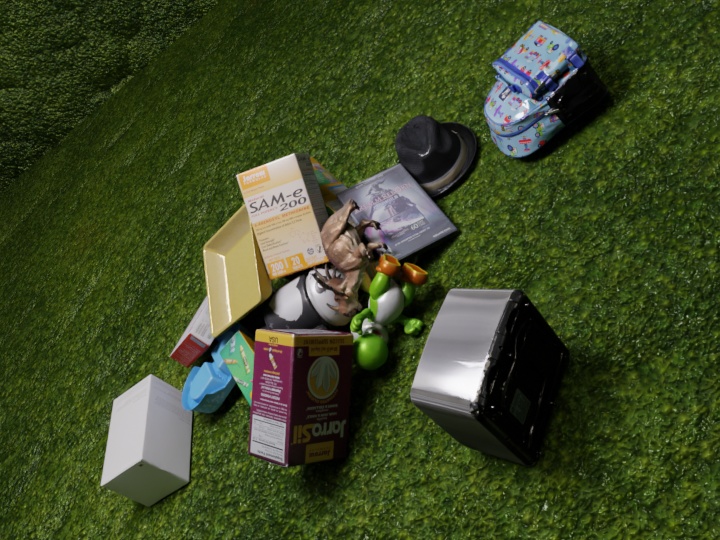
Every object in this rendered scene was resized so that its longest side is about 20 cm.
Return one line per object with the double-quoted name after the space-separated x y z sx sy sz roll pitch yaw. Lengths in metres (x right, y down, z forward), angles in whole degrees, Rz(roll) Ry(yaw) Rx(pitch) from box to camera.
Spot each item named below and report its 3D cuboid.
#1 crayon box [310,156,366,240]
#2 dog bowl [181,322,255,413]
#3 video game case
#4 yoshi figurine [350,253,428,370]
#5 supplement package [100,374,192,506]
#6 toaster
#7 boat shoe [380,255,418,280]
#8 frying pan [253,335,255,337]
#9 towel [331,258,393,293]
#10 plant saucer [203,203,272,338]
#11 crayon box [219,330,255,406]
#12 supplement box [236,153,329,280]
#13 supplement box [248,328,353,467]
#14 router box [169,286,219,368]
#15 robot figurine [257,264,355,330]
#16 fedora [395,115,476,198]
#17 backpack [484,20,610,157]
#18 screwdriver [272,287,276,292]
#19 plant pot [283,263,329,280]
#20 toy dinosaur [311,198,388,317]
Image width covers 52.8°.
-0.065 -0.134 1.398 0.200 0.126 0.052 43 117 13 "crayon box"
-0.276 0.194 1.428 0.201 0.049 0.111 -56 31 5 "dog bowl"
0.063 -0.103 1.318 0.142 0.019 0.200 -27 55 -13 "video game case"
0.038 0.084 1.196 0.112 0.112 0.201 30 105 21 "yoshi figurine"
-0.416 0.334 1.430 0.119 0.121 0.201 -34 39 20 "supplement package"
0.171 0.133 0.946 0.118 0.200 0.182 2 60 41 "toaster"
0.077 -0.059 1.336 0.073 0.063 0.201 0 54 10 "boat shoe"
-0.244 0.181 1.471 0.189 0.031 0.116 -14 48 34 "frying pan"
0.000 0.000 1.336 0.018 0.087 0.200 -33 31 -23 "towel"
-0.230 0.005 1.379 0.200 0.048 0.201 -35 58 45 "plant saucer"
-0.166 0.201 1.294 0.058 0.119 0.200 -48 37 0 "crayon box"
-0.130 -0.098 1.315 0.125 0.201 0.073 -17 3 19 "supplement box"
-0.094 0.195 1.152 0.103 0.130 0.202 2 90 45 "supplement box"
-0.311 0.089 1.522 0.179 0.049 0.201 -39 21 56 "router box"
-0.100 0.072 1.334 0.199 0.125 0.151 -31 79 22 "robot figurine"
0.126 -0.234 1.402 0.200 0.092 0.202 -27 42 27 "fedora"
0.297 -0.306 1.261 0.200 0.134 0.183 -41 36 15 "backpack"
-0.204 0.030 1.557 0.029 0.028 0.200 -23 30 -14 "screwdriver"
-0.138 -0.090 1.487 0.142 0.141 0.200 -57 25 19 "plant pot"
-0.033 -0.034 1.242 0.135 0.086 0.201 -30 61 24 "toy dinosaur"
